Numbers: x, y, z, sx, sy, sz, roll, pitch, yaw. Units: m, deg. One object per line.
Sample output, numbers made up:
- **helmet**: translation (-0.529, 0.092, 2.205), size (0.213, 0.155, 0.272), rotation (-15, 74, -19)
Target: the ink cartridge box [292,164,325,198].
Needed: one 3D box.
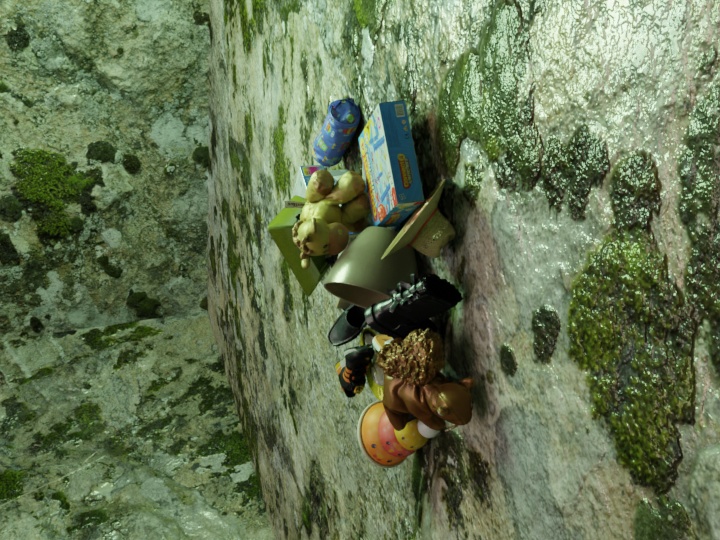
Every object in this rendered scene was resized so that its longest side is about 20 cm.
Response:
- **ink cartridge box**: translation (-0.117, -0.161, 2.167), size (0.137, 0.076, 0.202), rotation (114, 145, -56)

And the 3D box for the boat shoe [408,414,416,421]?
- **boat shoe**: translation (0.104, 0.244, 1.702), size (0.200, 0.067, 0.074), rotation (-77, -33, -66)

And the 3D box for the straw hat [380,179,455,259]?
- **straw hat**: translation (0.128, -0.069, 1.495), size (0.085, 0.202, 0.201), rotation (37, 154, -2)

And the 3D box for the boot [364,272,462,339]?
- **boot**: translation (0.122, 0.076, 1.537), size (0.162, 0.197, 0.074), rotation (-32, 52, 35)

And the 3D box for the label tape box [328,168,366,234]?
- **label tape box**: translation (-0.024, -0.145, 1.934), size (0.200, 0.063, 0.146), rotation (-136, 42, -59)

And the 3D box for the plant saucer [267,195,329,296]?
- **plant saucer**: translation (-0.126, -0.070, 1.983), size (0.201, 0.048, 0.200), rotation (60, -152, -17)

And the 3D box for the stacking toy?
- **stacking toy**: translation (0.098, 0.334, 1.715), size (0.200, 0.145, 0.148), rotation (-29, 69, 52)

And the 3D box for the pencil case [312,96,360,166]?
- **pencil case**: translation (-0.061, -0.331, 1.944), size (0.087, 0.078, 0.200), rotation (48, 152, 8)

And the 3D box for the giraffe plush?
- **giraffe plush**: translation (-0.076, -0.098, 1.696), size (0.163, 0.198, 0.173), rotation (-83, -24, -48)

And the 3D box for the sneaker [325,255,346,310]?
- **sneaker**: translation (-0.030, 0.007, 2.010), size (0.089, 0.073, 0.202), rotation (-65, -35, -61)

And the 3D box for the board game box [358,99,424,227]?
- **board game box**: translation (0.057, -0.205, 1.612), size (0.196, 0.055, 0.202), rotation (136, 124, -74)

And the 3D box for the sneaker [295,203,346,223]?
- **sneaker**: translation (-0.062, -0.130, 1.855), size (0.200, 0.097, 0.072), rotation (-33, 51, 43)

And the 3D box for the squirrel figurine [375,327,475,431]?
- **squirrel figurine**: translation (0.122, 0.210, 1.505), size (0.186, 0.141, 0.201), rotation (13, 134, 62)

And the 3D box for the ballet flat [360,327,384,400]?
- **ballet flat**: translation (0.039, 0.216, 1.875), size (0.067, 0.066, 0.201), rotation (80, 172, -52)

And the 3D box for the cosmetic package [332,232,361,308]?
- **cosmetic package**: translation (0.000, 0.000, 1.862), size (0.201, 0.102, 0.074), rotation (109, 148, -54)

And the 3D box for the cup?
- **cup**: translation (0.039, -0.005, 1.669), size (0.200, 0.199, 0.145), rotation (-20, 50, 70)

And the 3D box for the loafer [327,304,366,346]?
- **loafer**: translation (-0.016, 0.112, 1.881), size (0.200, 0.070, 0.068), rotation (-44, 75, 33)

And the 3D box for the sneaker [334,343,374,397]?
- **sneaker**: translation (-0.005, 0.231, 1.839), size (0.200, 0.069, 0.091), rotation (123, 135, -64)

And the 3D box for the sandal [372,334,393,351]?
- **sandal**: translation (0.079, 0.163, 1.734), size (0.207, 0.078, 0.060), rotation (-141, 54, -60)

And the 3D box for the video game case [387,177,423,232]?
- **video game case**: translation (0.076, -0.179, 1.711), size (0.200, 0.018, 0.144), rotation (116, 143, -57)
